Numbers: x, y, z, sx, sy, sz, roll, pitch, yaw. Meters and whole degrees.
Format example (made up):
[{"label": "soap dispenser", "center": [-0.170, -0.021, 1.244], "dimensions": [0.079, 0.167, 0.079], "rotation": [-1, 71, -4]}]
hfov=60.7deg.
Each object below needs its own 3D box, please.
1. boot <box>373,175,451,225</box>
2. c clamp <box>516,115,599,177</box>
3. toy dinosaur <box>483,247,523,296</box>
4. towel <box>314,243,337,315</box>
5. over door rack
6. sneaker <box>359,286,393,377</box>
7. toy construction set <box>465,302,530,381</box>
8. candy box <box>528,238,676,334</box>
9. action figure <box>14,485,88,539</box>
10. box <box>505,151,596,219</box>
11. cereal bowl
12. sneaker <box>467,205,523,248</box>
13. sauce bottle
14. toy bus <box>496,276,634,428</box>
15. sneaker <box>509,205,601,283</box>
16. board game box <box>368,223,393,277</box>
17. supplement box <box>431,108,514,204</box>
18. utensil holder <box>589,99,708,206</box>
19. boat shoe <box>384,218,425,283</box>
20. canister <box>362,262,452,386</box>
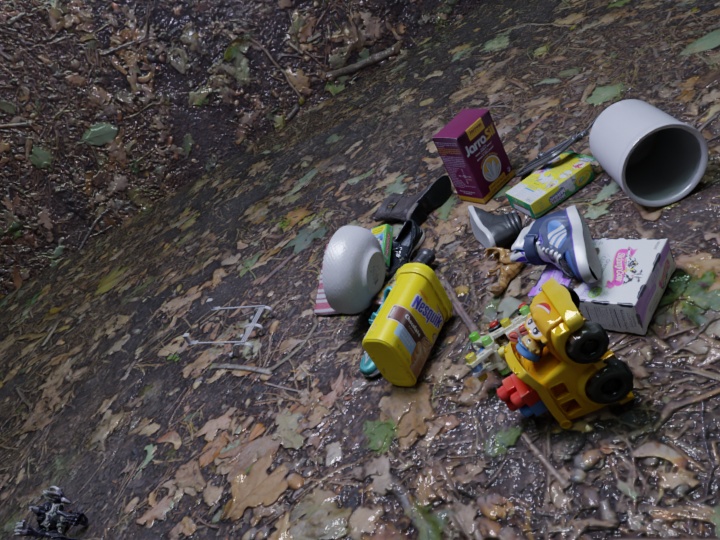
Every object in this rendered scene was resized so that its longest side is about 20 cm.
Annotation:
[{"label": "boot", "center": [0.141, -0.202, 1.720], "dimensions": [0.200, 0.070, 0.173], "rotation": [-44, 32, -17]}, {"label": "c clamp", "center": [0.480, -0.293, 1.518], "dimensions": [0.171, 0.027, 0.199], "rotation": [-42, 8, -31]}, {"label": "toy dinosaur", "center": [0.325, -0.023, 1.303], "dimensions": [0.106, 0.061, 0.200], "rotation": [33, 75, 37]}, {"label": "towel", "center": [-0.044, 0.014, 1.535], "dimensions": [0.145, 0.030, 0.203], "rotation": [-9, 64, 44]}, {"label": "over door rack", "center": [-0.344, 0.153, 1.633], "dimensions": [0.197, 0.067, 0.149], "rotation": [5, 41, 17]}, {"label": "sneaker", "center": [0.042, 0.126, 1.290], "dimensions": [0.077, 0.080, 0.202], "rotation": [-1, 58, 46]}, {"label": "toy construction set", "center": [0.277, 0.120, 1.079], "dimensions": [0.198, 0.093, 0.131], "rotation": [-18, 6, 9]}, {"label": "candy box", "center": [0.431, 0.020, 1.101], "dimensions": [0.199, 0.072, 0.168], "rotation": [3, 44, 47]}, {"label": "action figure", "center": [-0.687, 0.541, 1.357], "dimensions": [0.198, 0.102, 0.120], "rotation": [-1, 53, 41]}, {"label": "box", "center": [0.456, -0.209, 1.453], "dimensions": [0.199, 0.049, 0.117], "rotation": [-36, 28, -3]}, {"label": "cereal bowl", "center": [0.000, 0.000, 1.377], "dimensions": [0.082, 0.202, 0.201], "rotation": [5, 44, 28]}, {"label": "sneaker", "center": [0.315, -0.109, 1.424], "dimensions": [0.098, 0.071, 0.201], "rotation": [-20, 27, 1]}, {"label": "sauce bottle", "center": [0.103, 0.028, 1.415], "dimensions": [0.066, 0.066, 0.200], "rotation": [5, 44, 47]}, {"label": "toy bus", "center": [0.288, 0.141, 0.940], "dimensions": [0.191, 0.200, 0.136], "rotation": [-33, 27, 14]}, {"label": "sneaker", "center": [0.345, -0.025, 1.115], "dimensions": [0.145, 0.081, 0.201], "rotation": [-27, 31, 27]}, {"label": "board game box", "center": [-0.005, -0.029, 1.558], "dimensions": [0.199, 0.029, 0.136], "rotation": [-17, 58, 42]}, {"label": "supplement box", "center": [0.292, -0.293, 1.580], "dimensions": [0.131, 0.201, 0.103], "rotation": [-42, 30, -17]}, {"label": "utensil holder", "center": [0.584, -0.249, 1.272], "dimensions": [0.168, 0.171, 0.201], "rotation": [-25, 27, 11]}, {"label": "boat shoe", "center": [0.097, -0.054, 1.540], "dimensions": [0.074, 0.066, 0.200], "rotation": [4, 46, 45]}, {"label": "canister", "center": [0.095, 0.108, 1.217], "dimensions": [0.086, 0.149, 0.201], "rotation": [-4, 41, 40]}]
